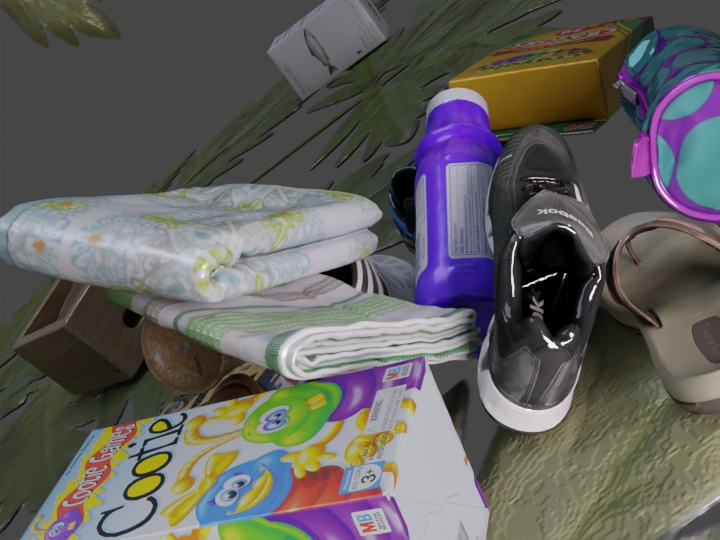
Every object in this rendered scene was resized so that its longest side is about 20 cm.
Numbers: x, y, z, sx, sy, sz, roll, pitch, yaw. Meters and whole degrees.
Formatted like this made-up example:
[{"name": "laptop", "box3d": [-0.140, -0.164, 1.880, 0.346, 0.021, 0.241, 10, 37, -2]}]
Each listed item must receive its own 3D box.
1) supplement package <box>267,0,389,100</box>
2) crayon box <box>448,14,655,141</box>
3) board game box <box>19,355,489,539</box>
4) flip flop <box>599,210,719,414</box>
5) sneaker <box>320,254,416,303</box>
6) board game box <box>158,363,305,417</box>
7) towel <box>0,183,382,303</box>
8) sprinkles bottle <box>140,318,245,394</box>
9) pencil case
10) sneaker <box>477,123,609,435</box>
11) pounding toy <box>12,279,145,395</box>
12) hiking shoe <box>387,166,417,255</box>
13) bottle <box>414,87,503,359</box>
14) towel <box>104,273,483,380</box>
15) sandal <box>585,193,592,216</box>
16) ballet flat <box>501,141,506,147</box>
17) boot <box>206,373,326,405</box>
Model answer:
[{"name": "supplement package", "box3d": [-0.059, -0.433, 2.026, 0.199, 0.117, 0.118, -34, 18, 17]}, {"name": "crayon box", "box3d": [0.156, -0.154, 0.870, 0.126, 0.051, 0.200, -3, 22, 30]}, {"name": "board game box", "box3d": [-0.050, 0.131, 0.534, 0.198, 0.104, 0.105, -15, 25, 20]}, {"name": "flip flop", "box3d": [0.163, 0.006, 0.570, 0.081, 0.058, 0.200, -34, 18, 14]}, {"name": "sneaker", "box3d": [0.000, 0.000, 0.819, 0.075, 0.116, 0.201, -36, 17, 5]}, {"name": "board game box", "box3d": [-0.123, 0.124, 0.897, 0.135, 0.035, 0.200, -14, 30, 54]}, {"name": "towel", "box3d": [-0.103, -0.024, 0.691, 0.170, 0.049, 0.199, 6, 13, 32]}, {"name": "sprinkles bottle", "box3d": [-0.085, 0.028, 0.807, 0.068, 0.069, 0.200, -30, 3, 26]}, {"name": "pencil case", "box3d": [0.205, -0.095, 0.659, 0.091, 0.086, 0.200, 1, 19, 9]}, {"name": "sneaker", "box3d": [0.106, -0.016, 0.604, 0.091, 0.066, 0.202, 103, 177, -56]}, {"name": "pounding toy", "box3d": [-0.277, 0.041, 1.299, 0.183, 0.142, 0.201, -19, 37, 49]}, {"name": "hiking shoe", "box3d": [0.059, -0.056, 0.889, 0.074, 0.087, 0.200, -39, 17, -1]}, {"name": "bottle", "box3d": [0.069, -0.040, 0.736, 0.065, 0.084, 0.201, -3, 50, 6]}, {"name": "towel", "box3d": [-0.044, 0.022, 0.646, 0.148, 0.031, 0.199, -2, 12, -41]}, {"name": "sandal", "box3d": [0.134, -0.038, 0.745, 0.054, 0.083, 0.200, -5, 22, 15]}, {"name": "ballet flat", "box3d": [0.118, -0.101, 0.924, 0.068, 0.068, 0.200, -29, 17, -4]}, {"name": "boot", "box3d": [-0.087, 0.147, 0.712, 0.199, 0.074, 0.155, -21, 30, 56]}]
